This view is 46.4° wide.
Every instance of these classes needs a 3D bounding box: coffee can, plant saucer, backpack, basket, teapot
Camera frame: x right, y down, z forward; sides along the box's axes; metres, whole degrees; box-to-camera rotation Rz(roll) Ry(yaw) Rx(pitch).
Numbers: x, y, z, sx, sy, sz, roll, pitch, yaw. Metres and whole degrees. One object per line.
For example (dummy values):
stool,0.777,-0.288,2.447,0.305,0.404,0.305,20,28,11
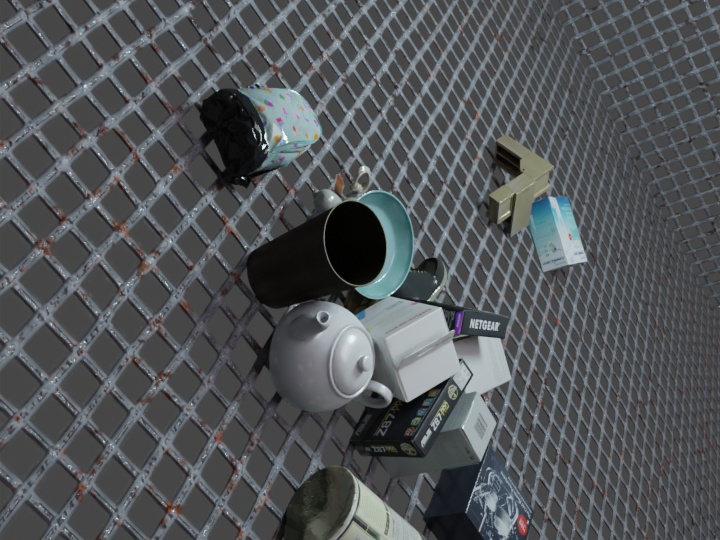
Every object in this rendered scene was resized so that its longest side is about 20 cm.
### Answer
coffee can,-0.005,0.424,1.329,0.200,0.146,0.147,47,41,-29
plant saucer,0.023,-0.048,1.561,0.199,0.036,0.201,-3,94,-46
backpack,-0.164,-0.241,1.459,0.200,0.126,0.168,-16,84,-58
basket,-0.081,-0.016,1.394,0.136,0.199,0.180,60,35,-12
teapot,-0.042,0.148,1.380,0.200,0.146,0.198,-10,101,-53

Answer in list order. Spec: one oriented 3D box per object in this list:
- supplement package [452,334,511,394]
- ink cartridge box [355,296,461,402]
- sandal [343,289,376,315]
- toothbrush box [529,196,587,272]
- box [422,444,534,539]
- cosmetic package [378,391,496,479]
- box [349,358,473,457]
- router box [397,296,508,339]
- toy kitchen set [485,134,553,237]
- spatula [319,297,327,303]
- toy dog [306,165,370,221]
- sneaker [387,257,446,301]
supplement package,0.205,0.201,1.745,0.200,0.119,0.122,-9,83,-55
ink cartridge box,0.072,0.138,1.486,0.128,0.200,0.126,-27,108,-24
sandal,0.000,0.000,1.607,0.080,0.054,0.201,16,82,-49
toothbrush box,0.557,-0.104,2.399,0.146,0.085,0.201,-6,80,-54
box,0.239,0.485,1.666,0.200,0.104,0.182,56,39,-19
cosmetic package,0.134,0.301,1.531,0.081,0.199,0.113,60,34,-16
box,0.092,0.245,1.504,0.049,0.161,0.200,54,52,-21
router box,0.180,0.094,1.647,0.200,0.149,0.051,10,90,-55
toy kitchen set,0.376,-0.213,2.238,0.200,0.180,0.164,-33,145,-22
spatula,-0.072,0.036,1.527,0.020,0.056,0.201,-29,107,-21
toy dog,-0.040,-0.127,1.591,0.132,0.096,0.200,-47,152,-13
sneaker,0.114,0.012,1.751,0.106,0.075,0.200,56,38,-23
